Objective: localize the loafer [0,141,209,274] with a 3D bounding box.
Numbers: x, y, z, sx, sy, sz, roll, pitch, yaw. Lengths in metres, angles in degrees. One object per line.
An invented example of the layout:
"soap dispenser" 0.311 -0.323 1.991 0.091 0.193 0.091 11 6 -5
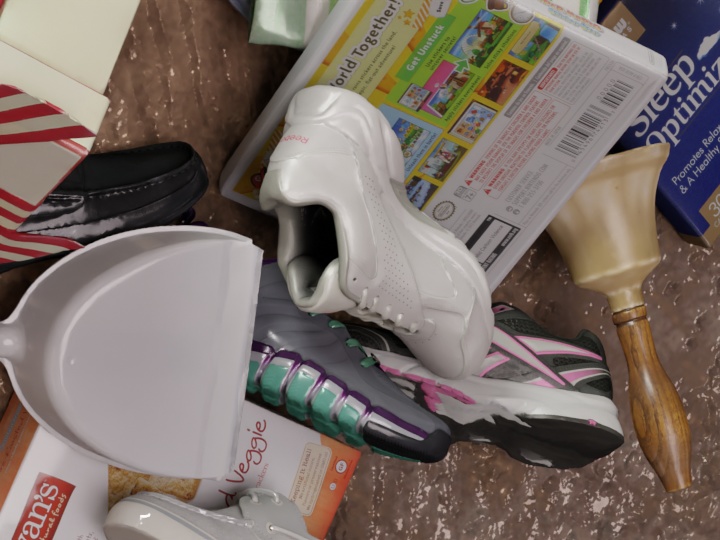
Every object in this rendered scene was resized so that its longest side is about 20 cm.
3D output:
"loafer" -0.177 -0.041 1.259 0.199 0.068 0.071 -16 114 -21

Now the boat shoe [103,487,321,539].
"boat shoe" -0.052 0.160 1.303 0.199 0.072 0.069 28 65 -23

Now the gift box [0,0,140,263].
"gift box" -0.193 -0.113 1.126 0.199 0.185 0.188 26 61 -12

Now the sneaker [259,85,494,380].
"sneaker" 0.000 0.000 1.292 0.200 0.078 0.100 54 53 -28

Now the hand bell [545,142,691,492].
"hand bell" 0.165 0.034 1.400 0.103 0.104 0.202 -15 86 -25

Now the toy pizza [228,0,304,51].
"toy pizza" -0.012 -0.224 1.335 0.199 0.032 0.202 -6 102 -28

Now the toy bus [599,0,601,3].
"toy bus" 0.088 -0.145 1.368 0.065 0.078 0.201 38 80 -13

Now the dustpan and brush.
"dustpan and brush" -0.159 0.040 1.240 0.198 0.057 0.141 2 102 -30

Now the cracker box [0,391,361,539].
"cracker box" -0.113 0.125 1.331 0.199 0.058 0.135 25 86 -29

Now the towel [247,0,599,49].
"towel" 0.042 -0.193 1.302 0.198 0.023 0.154 5 92 -12

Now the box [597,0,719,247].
"box" 0.192 -0.124 1.463 0.200 0.032 0.121 45 78 -26

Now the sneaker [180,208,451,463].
"sneaker" -0.029 0.036 1.316 0.199 0.074 0.088 25 79 0

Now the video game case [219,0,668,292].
"video game case" 0.044 -0.081 1.316 0.181 0.023 0.200 22 128 -21

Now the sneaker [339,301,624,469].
"sneaker" 0.063 0.058 1.412 0.198 0.080 0.087 16 54 -19
